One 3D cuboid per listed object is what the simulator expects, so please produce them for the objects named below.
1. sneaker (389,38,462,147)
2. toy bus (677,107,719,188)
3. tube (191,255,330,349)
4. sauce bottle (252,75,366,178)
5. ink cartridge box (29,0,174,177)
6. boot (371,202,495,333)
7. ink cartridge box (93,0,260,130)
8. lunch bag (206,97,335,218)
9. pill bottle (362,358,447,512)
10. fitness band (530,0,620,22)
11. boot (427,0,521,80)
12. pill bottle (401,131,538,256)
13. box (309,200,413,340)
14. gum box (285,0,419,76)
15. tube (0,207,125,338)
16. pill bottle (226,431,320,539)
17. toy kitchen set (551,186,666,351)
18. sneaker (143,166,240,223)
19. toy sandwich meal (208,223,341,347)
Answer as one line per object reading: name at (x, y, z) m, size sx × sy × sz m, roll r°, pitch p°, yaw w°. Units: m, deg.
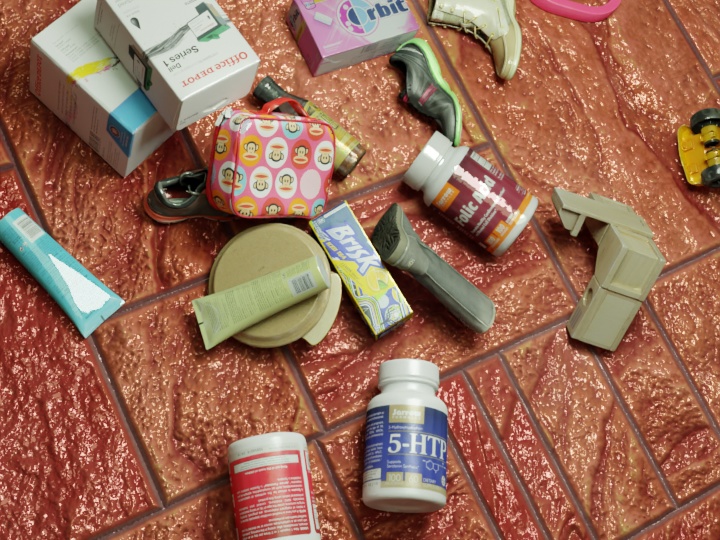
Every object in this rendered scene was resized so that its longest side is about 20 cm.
sneaker at (0.109, -0.285, 1.815) m, size 0.083 × 0.077 × 0.201 m, roll -25°, pitch 74°, yaw -6°
toy bus at (0.682, -0.212, 1.917) m, size 0.191 × 0.199 × 0.137 m, roll 17°, pitch 60°, yaw -49°
tube at (-0.142, 0.039, 1.557) m, size 0.199 × 0.058 × 0.052 m, roll -24°, pitch 120°, yaw 6°
sauce bottle at (-0.083, -0.229, 1.730) m, size 0.200 × 0.066 × 0.066 m, roll 39°, pitch 64°, yaw -1°
ink cartridge box at (-0.366, -0.277, 1.618) m, size 0.200 × 0.147 × 0.146 m, roll 42°, pitch 63°, yaw 1°
boot at (0.115, -0.004, 1.691) m, size 0.199 × 0.073 × 0.182 m, roll 31°, pitch 25°, yaw -19°
ink cartridge box at (-0.256, -0.319, 1.541) m, size 0.146 × 0.084 × 0.201 m, roll -34°, pitch 81°, yaw -28°
lunch bag at (-0.127, -0.167, 1.618) m, size 0.199 × 0.082 × 0.178 m, roll 0°, pitch 102°, yaw -45°
pill bottle at (0.065, 0.235, 1.565) m, size 0.119 × 0.120 × 0.202 m, roll 8°, pitch 67°, yaw -13°
fitness band at (0.384, -0.529, 2.005) m, size 0.198 × 0.037 × 0.145 m, roll 11°, pitch 69°, yaw -11°
boot at (0.193, -0.420, 1.884) m, size 0.153 × 0.072 × 0.202 m, roll 4°, pitch 63°, yaw -16°
pill bottle at (0.172, -0.124, 1.739) m, size 0.199 × 0.114 × 0.115 m, roll 36°, pitch 64°, yaw -1°
box at (0.000, 0.000, 1.658) m, size 0.070 × 0.064 × 0.201 m, roll -30°, pitch 79°, yaw -5°
gum box at (-0.008, -0.411, 1.821) m, size 0.199 × 0.066 × 0.114 m, roll -21°, pitch 78°, yaw -23°
tube at (-0.431, -0.001, 1.551) m, size 0.200 × 0.050 × 0.077 m, roll 45°, pitch 68°, yaw -2°
pill bottle at (-0.114, 0.328, 1.479) m, size 0.111 × 0.112 × 0.202 m, roll -4°, pitch 70°, yaw -18°
toy kitchen set at (0.358, -0.016, 1.778) m, size 0.162 × 0.182 × 0.200 m, roll 18°, pitch 26°, yaw -13°
sneaker at (-0.220, -0.119, 1.636) m, size 0.198 × 0.082 × 0.078 m, roll -15°, pitch 74°, yaw -24°
toy sandwich meal at (-0.123, 0.026, 1.616) m, size 0.203 × 0.070 × 0.207 m, roll -2°, pitch 75°, yaw 7°
